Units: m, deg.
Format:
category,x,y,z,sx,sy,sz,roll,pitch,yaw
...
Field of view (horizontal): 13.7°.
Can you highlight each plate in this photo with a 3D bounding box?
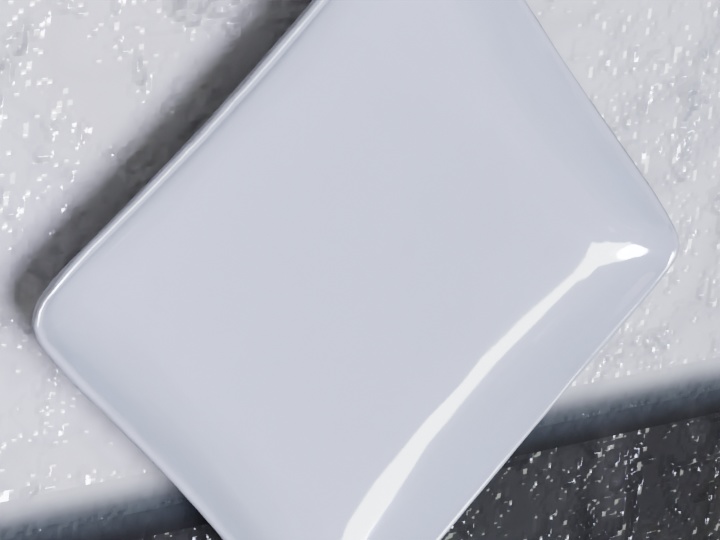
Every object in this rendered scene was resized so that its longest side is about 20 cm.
category,x,y,z,sx,sy,sz,roll,pitch,yaw
plate,0.000,0.000,1.007,0.200,0.032,0.200,-48,131,-12
